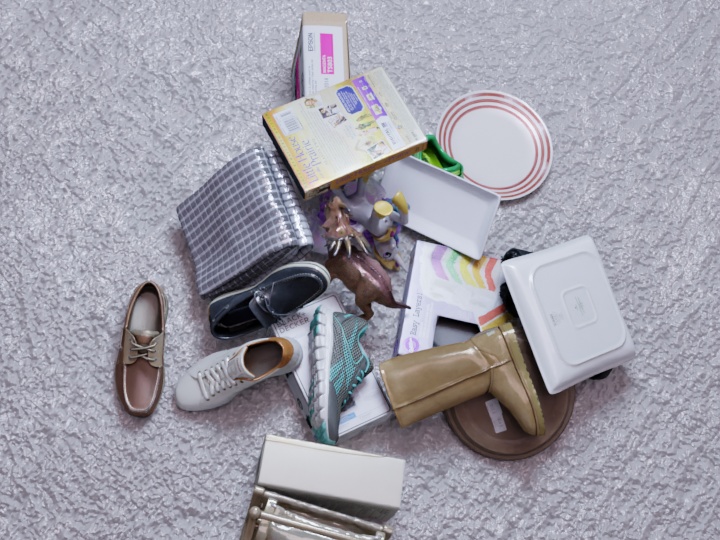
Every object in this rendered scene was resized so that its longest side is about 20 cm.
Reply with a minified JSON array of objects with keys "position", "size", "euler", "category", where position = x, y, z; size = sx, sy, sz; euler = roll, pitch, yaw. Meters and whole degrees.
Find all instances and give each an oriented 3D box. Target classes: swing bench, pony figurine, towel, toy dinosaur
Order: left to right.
[{"position":[-0.176,-0.062,1.639],"size":[0.085,0.199,0.167],"euler":[0,62,-54],"category":"towel"},{"position":[-0.062,0.372,1.474],"size":[0.197,0.200,0.131],"euler":[17,91,-3],"category":"swing bench"},{"position":[-0.004,-0.090,1.697],"size":[0.192,0.201,0.167],"euler":[35,69,21],"category":"pony figurine"},{"position":[0.000,0.000,1.617],"size":[0.199,0.136,0.086],"euler":[38,48,-6],"category":"toy dinosaur"}]

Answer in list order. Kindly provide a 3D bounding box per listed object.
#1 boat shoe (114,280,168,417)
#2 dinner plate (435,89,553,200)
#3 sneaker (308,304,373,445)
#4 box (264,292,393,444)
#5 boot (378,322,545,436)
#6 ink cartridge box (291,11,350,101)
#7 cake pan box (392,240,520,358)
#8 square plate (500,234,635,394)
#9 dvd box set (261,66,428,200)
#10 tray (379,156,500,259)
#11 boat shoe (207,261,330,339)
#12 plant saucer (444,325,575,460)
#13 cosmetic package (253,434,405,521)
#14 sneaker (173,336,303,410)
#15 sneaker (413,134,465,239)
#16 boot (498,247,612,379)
[{"position":[-0.314,0.108,1.613],"size":[0.075,0.072,0.202],"euler":[1,68,-9],"category":"boat shoe"},{"position":[0.219,-0.204,1.852],"size":[0.198,0.024,0.202],"euler":[3,69,-7],"category":"dinner plate"},{"position":[-0.025,0.146,1.583],"size":[0.090,0.078,0.202],"euler":[6,69,-12],"category":"sneaker"},{"position":[-0.048,0.147,1.649],"size":[0.116,0.060,0.201],"euler":[-21,73,-17],"category":"box"},{"position":[0.146,0.181,1.608],"size":[0.198,0.066,0.177],"euler":[-20,86,2],"category":"boot"},{"position":[-0.063,-0.274,1.756],"size":[0.074,0.165,0.202],"euler":[1,68,-9],"category":"ink cartridge box"},{"position":[0.152,0.069,1.720],"size":[0.182,0.052,0.202],"euler":[13,68,-2],"category":"cake pan box"},{"position":[0.312,0.058,1.647],"size":[0.197,0.028,0.202],"euler":[-16,82,-37],"category":"square plate"},{"position":[-0.023,-0.199,1.619],"size":[0.199,0.029,0.147],"euler":[-25,67,-14],"category":"dvd box set"},{"position":[0.119,-0.105,1.739],"size":[0.199,0.108,0.022],"euler":[27,23,23],"category":"tray"},{"position":[-0.131,0.047,1.600],"size":[0.199,0.075,0.063],"euler":[-21,33,17],"category":"boat shoe"},{"position":[0.218,0.182,1.651],"size":[0.198,0.029,0.202],"euler":[0,95,-1],"category":"plant saucer"},{"position":[-0.045,0.291,1.570],"size":[0.198,0.104,0.074],"euler":[11,67,-6],"category":"cosmetic package"},{"position":[-0.184,0.139,1.588],"size":[0.199,0.085,0.073],"euler":[-25,77,8],"category":"sneaker"},{"position":[0.131,-0.124,1.771],"size":[0.074,0.084,0.201],"euler":[-23,74,-25],"category":"sneaker"},{"position":[0.289,0.067,1.694],"size":[0.167,0.076,0.202],"euler":[1,75,-32],"category":"boot"}]
